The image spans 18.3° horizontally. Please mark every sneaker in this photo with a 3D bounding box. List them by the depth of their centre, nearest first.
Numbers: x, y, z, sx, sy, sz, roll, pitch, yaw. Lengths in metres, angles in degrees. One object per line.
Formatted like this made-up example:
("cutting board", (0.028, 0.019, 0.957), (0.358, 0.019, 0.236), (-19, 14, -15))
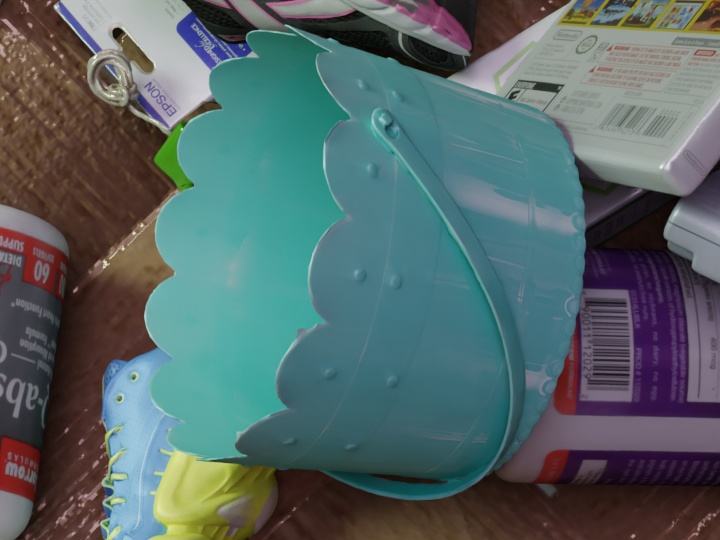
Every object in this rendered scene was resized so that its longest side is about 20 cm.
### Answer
("sneaker", (-0.099, 0.108, 1.106), (0.105, 0.076, 0.200), (29, 73, 24))
("sneaker", (-0.035, -0.147, 1.120), (0.199, 0.087, 0.081), (27, 43, 1))

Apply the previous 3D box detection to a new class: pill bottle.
("pill bottle", (0.162, 0.046, 1.060), (0.198, 0.111, 0.112), (2, 75, -8))
("pill bottle", (-0.211, 0.072, 1.096), (0.115, 0.116, 0.202), (5, 77, 7))

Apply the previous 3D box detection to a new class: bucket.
("bucket", (0.000, 0.000, 1.002), (0.134, 0.207, 0.209), (10, 75, -23))

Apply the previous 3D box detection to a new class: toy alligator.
("toy alligator", (-0.064, -0.036, 1.116), (0.200, 0.054, 0.059), (39, 111, -4))

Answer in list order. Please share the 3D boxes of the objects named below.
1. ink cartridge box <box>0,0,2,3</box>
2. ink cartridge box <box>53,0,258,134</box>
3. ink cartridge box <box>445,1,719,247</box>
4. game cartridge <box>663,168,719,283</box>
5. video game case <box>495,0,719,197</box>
("ink cartridge box", (-0.262, -0.237, 1.202), (0.199, 0.076, 0.137), (25, 79, 13))
("ink cartridge box", (-0.055, -0.164, 1.180), (0.200, 0.039, 0.100), (-40, 76, -6))
("ink cartridge box", (0.102, -0.066, 1.128), (0.199, 0.059, 0.104), (-31, 75, -3))
("game cartridge", (0.228, -0.011, 1.033), (0.133, 0.200, 0.041), (30, 111, 16))
("video game case", (0.148, -0.117, 1.017), (0.023, 0.200, 0.182), (42, 81, -21))
